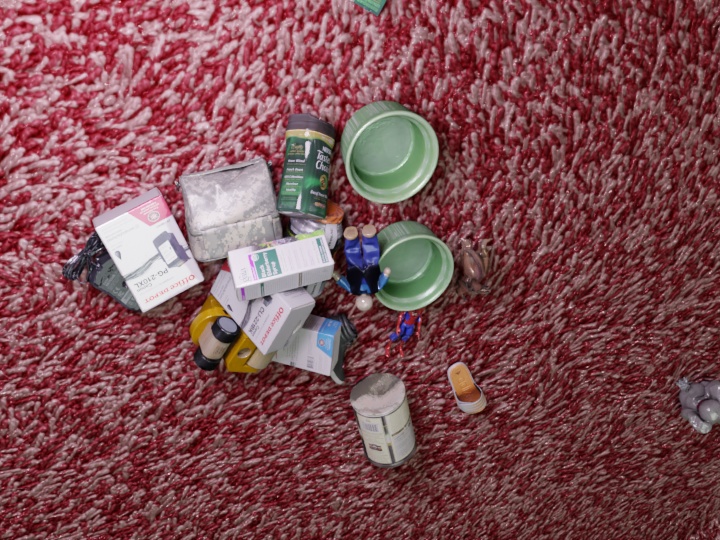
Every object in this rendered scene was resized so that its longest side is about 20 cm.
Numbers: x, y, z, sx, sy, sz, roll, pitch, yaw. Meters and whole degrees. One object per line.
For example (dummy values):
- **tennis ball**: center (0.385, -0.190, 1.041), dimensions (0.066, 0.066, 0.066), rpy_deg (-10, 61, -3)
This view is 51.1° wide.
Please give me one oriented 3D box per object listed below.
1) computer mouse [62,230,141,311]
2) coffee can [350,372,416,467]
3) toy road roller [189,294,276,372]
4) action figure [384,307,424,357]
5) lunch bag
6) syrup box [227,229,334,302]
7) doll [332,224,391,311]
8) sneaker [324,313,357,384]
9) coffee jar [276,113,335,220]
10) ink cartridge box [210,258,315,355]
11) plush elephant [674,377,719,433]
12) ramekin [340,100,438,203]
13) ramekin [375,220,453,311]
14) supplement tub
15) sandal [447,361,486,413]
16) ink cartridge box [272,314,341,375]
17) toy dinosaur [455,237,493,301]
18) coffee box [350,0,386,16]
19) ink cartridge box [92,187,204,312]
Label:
- **computer mouse**: center (-0.505, 0.006, 1.578), dimensions (0.139, 0.053, 0.200), rpy_deg (-48, 118, 0)
- **coffee can**: center (0.062, 0.389, 1.959), dimensions (0.145, 0.147, 0.202), rpy_deg (-18, 125, -7)
- **toy road roller**: center (-0.285, 0.134, 1.684), dimensions (0.198, 0.147, 0.123), rpy_deg (13, 125, -40)
- **action figure**: center (0.115, 0.138, 1.855), dimensions (0.065, 0.052, 0.202), rpy_deg (6, 129, -17)
- **lunch bag**: center (-0.261, -0.129, 1.520), dimensions (0.197, 0.139, 0.170), rpy_deg (-13, 113, -14)
- **syrup box**: center (-0.159, -0.009, 1.498), dimensions (0.197, 0.080, 0.082), rpy_deg (-14, 159, -12)
- **doll**: center (0.000, 0.000, 1.643), dimensions (0.134, 0.049, 0.202), rpy_deg (-7, 122, -2)
- **sneaker**: center (-0.045, 0.191, 1.840), dimensions (0.098, 0.071, 0.202), rpy_deg (-19, 122, 0)
- **coffee jar**: center (-0.107, -0.206, 1.501), dimensions (0.104, 0.084, 0.203), rpy_deg (10, 86, -59)
- **ink cartridge box**: center (-0.209, 0.055, 1.601), dimensions (0.083, 0.200, 0.145), rpy_deg (-19, 148, -52)
- **plush elephant**: center (1.069, 0.421, 2.320), dimensions (0.199, 0.155, 0.165), rpy_deg (32, 107, -33)
- **ramekin**: center (0.054, -0.251, 1.565), dimensions (0.197, 0.098, 0.202), rpy_deg (-9, 124, -13)
- **ramekin**: center (0.108, -0.016, 1.744), dimensions (0.197, 0.098, 0.202), rpy_deg (-9, 124, -14)
- **supplement tub**: center (-0.110, -0.051, 1.631), dimensions (0.121, 0.123, 0.202), rpy_deg (8, 119, -23)
- **sandal**: center (0.292, 0.338, 2.059), dimensions (0.079, 0.059, 0.208), rpy_deg (-30, 126, 2)
- **ink cartridge box**: center (-0.150, 0.158, 1.756), dimensions (0.197, 0.067, 0.117), rpy_deg (14, 122, 11)
- **toy dinosaur**: center (0.271, -0.002, 1.780), dimensions (0.085, 0.200, 0.138), rpy_deg (4, 82, 7)
- **coffee box**: center (0.026, -0.589, 1.380), dimensions (0.122, 0.044, 0.201), rpy_deg (20, 113, -28)
- **ink cartridge box**: center (-0.424, -0.040, 1.519), dimensions (0.144, 0.084, 0.202), rpy_deg (-29, 116, -13)
